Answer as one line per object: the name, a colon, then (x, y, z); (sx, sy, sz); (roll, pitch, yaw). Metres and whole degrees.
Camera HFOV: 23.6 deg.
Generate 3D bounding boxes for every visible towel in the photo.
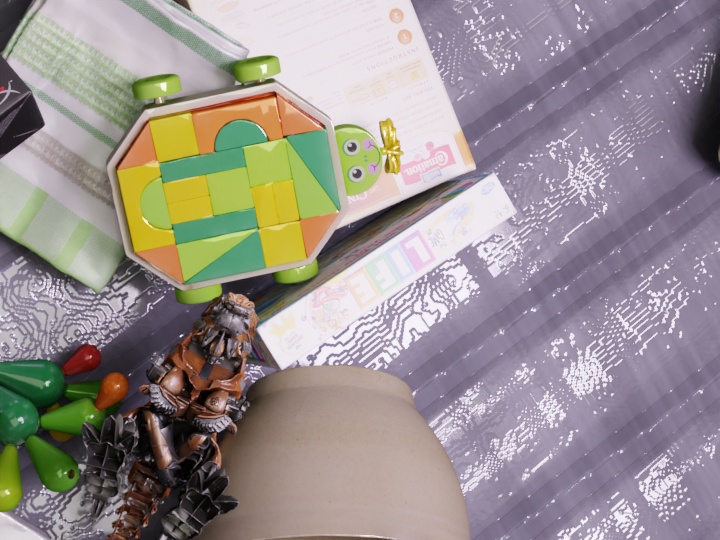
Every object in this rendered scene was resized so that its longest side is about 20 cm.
towel: (-0.187, -0.104, 1.178); (0.149, 0.031, 0.200); (32, 96, -2)

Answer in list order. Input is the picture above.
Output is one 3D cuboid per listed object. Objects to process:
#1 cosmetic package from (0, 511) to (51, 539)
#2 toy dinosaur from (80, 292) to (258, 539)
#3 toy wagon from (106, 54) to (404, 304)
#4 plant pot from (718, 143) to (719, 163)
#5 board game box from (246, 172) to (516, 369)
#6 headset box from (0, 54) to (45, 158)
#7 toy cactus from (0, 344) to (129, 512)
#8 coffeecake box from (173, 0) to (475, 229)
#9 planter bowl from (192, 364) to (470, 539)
cosmetic package: (-0.313, 0.169, 1.151); (0.200, 0.074, 0.102); (35, 80, -13)
toy dinosaur: (-0.118, 0.114, 1.125); (0.102, 0.136, 0.201); (7, 111, 3)
toy wagon: (-0.067, -0.065, 1.165); (0.199, 0.040, 0.156); (-12, 106, -4)
plant pot: (0.377, -0.176, 1.335); (0.187, 0.187, 0.201); (13, 70, -17)
board game box: (0.000, 0.000, 1.220); (0.200, 0.134, 0.034); (-33, 98, -15)
headset box: (-0.328, -0.135, 1.123); (0.149, 0.077, 0.200); (-40, 81, -11)
toy cactus: (-0.245, 0.080, 1.147); (0.165, 0.102, 0.200); (45, 41, 17)
coffeecake box: (-0.029, -0.135, 1.244); (0.153, 0.073, 0.201); (-24, 96, -15)
planter bowl: (-0.022, 0.147, 1.194); (0.200, 0.200, 0.135); (7, 64, -17)
